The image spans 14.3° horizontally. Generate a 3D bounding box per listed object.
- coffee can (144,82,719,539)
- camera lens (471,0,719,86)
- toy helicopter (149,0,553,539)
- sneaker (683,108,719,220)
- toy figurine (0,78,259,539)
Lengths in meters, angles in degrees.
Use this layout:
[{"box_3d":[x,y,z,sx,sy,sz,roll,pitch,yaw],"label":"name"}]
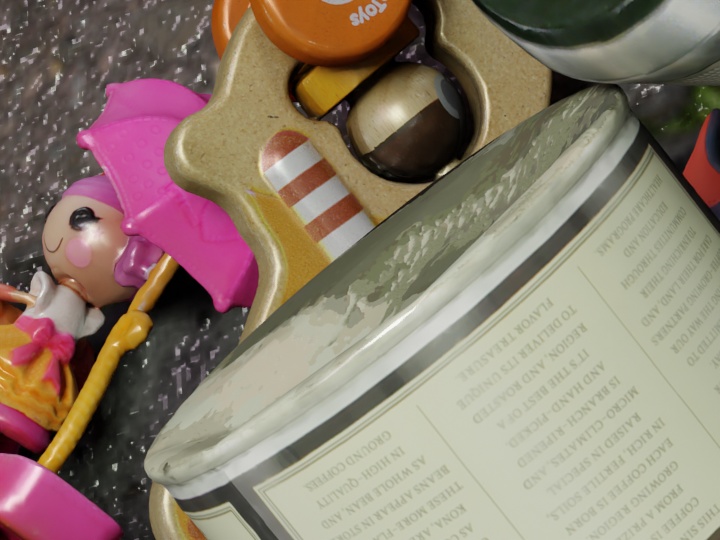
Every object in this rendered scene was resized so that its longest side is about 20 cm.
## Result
[{"box_3d":[0.066,0.077,0.690,0.146,0.146,0.200,-36,98,18],"label":"coffee can"},{"box_3d":[0.122,-0.123,0.687,0.160,0.199,0.161,2,92,60],"label":"camera lens"},{"box_3d":[0.000,0.000,0.829,0.079,0.132,0.201,155,138,-75],"label":"toy helicopter"},{"box_3d":[0.166,-0.011,0.758,0.199,0.075,0.085,4,80,35],"label":"sneaker"},{"box_3d":[-0.090,0.025,0.909,0.184,0.150,0.200,-56,25,-12],"label":"toy figurine"}]
